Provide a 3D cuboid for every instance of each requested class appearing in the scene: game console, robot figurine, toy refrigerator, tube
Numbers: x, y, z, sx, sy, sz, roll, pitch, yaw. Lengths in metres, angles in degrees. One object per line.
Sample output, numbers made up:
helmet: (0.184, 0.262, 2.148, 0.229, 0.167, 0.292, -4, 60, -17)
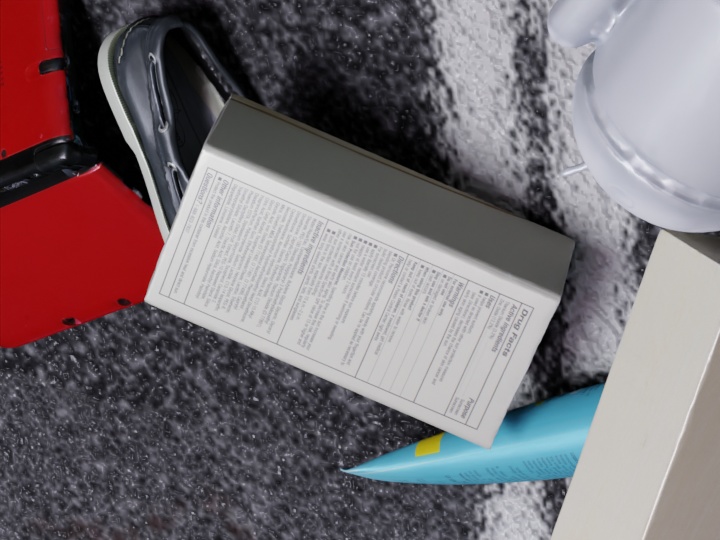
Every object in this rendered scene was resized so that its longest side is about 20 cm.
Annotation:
game console: (-0.198, -0.062, 1.746, 0.200, 0.118, 0.173, -19, 72, 40)
robot figurine: (0.173, -0.096, 1.405, 0.169, 0.113, 0.200, 31, 130, -5)
toy refrigerator: (0.159, 0.084, 1.483, 0.070, 0.076, 0.201, 35, 113, 49)
tube: (0.090, 0.094, 1.604, 0.200, 0.077, 0.051, -15, 69, 36)

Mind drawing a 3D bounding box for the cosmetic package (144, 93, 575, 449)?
cosmetic package: (0.000, 0.000, 1.559, 0.199, 0.073, 0.104, 24, 119, -2)

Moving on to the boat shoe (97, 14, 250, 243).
boat shoe: (-0.071, -0.051, 1.627, 0.066, 0.074, 0.200, -23, 91, 52)
